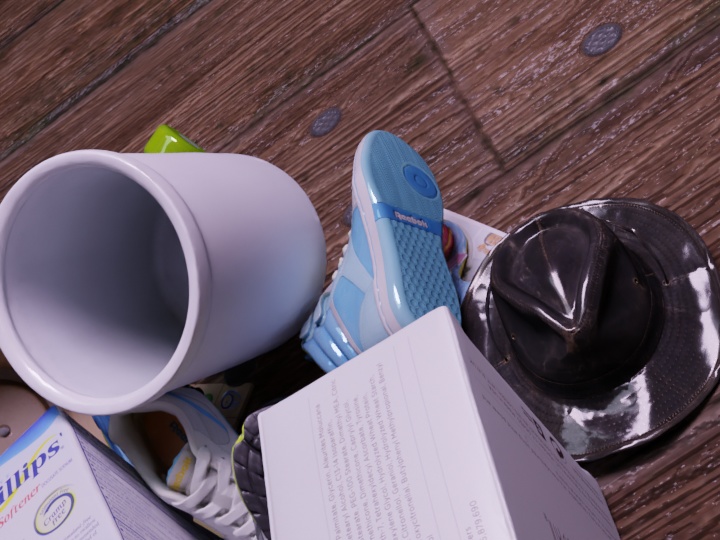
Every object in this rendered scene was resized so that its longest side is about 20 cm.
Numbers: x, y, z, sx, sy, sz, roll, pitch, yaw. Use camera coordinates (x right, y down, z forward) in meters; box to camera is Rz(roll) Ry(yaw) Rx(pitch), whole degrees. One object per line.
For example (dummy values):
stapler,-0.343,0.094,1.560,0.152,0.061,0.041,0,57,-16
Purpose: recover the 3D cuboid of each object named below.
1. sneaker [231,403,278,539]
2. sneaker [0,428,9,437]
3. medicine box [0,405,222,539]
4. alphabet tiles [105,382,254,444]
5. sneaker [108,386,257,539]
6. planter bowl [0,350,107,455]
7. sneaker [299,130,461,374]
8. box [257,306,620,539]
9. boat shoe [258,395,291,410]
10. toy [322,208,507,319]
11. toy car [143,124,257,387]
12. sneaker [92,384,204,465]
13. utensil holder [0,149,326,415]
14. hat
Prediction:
sneaker,-0.030,0.180,0.810,0.073,0.201,0.081,-11,-2,-3
sneaker,-0.312,0.091,1.211,0.086,0.075,0.201,3,56,37
medicine box,-0.153,0.217,0.845,0.103,0.182,0.200,-43,37,-2
alphabet tiles,-0.183,0.180,1.057,0.166,0.008,0.201,-6,51,39
sneaker,-0.091,0.153,0.889,0.199,0.081,0.077,32,98,23
planter bowl,-0.286,0.126,1.061,0.135,0.200,0.201,-31,29,60
sneaker,0.000,0.000,0.945,0.131,0.079,0.201,-43,37,36
box,0.058,0.167,0.688,0.130,0.199,0.201,-31,38,14
boat shoe,0.004,0.123,0.894,0.199,0.062,0.073,3,56,44
toy,0.046,-0.005,0.994,0.115,0.047,0.200,-49,38,-10
toy car,-0.127,0.007,1.072,0.165,0.158,0.200,-54,49,4
sneaker,-0.167,0.099,0.999,0.082,0.200,0.071,-28,-7,-17
utensil holder,-0.136,-0.002,0.910,0.169,0.171,0.200,-23,-3,24
hat,0.138,0.017,0.831,0.199,0.081,0.202,-14,53,20
